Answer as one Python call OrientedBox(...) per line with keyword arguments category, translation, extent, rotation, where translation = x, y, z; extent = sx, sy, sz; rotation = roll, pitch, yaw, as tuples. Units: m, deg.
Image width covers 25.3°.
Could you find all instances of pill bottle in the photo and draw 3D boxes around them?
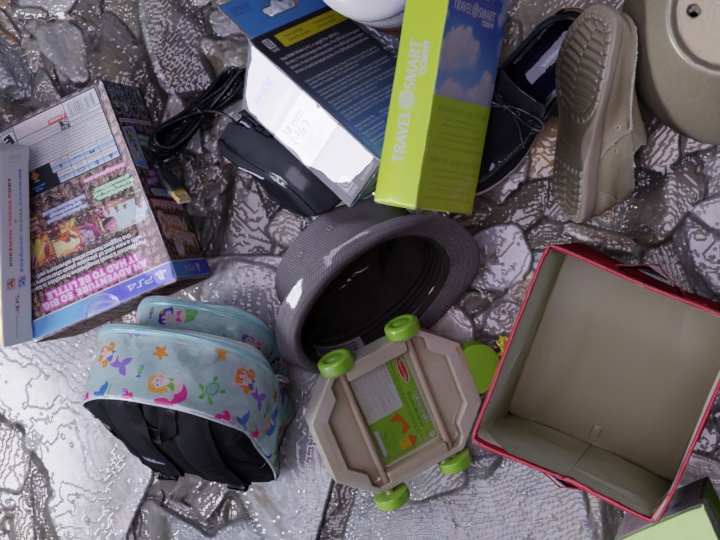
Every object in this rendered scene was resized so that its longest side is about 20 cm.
OrientedBox(category="pill bottle", translation=(0.017, -0.269, 1.390), extent=(0.111, 0.200, 0.113), rotation=(0, 92, 15))

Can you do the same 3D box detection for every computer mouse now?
OrientedBox(category="computer mouse", translation=(-0.110, -0.103, 1.457), extent=(0.140, 0.046, 0.200), rotation=(-40, 58, -9))

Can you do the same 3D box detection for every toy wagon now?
OrientedBox(category="toy wagon", translation=(0.051, 0.117, 1.451), extent=(0.199, 0.040, 0.156), rotation=(-27, 111, -14))

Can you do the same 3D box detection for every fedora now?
OrientedBox(category="fedora", translation=(0.000, 0.000, 1.445), extent=(0.200, 0.177, 0.090), rotation=(-43, 52, 11))

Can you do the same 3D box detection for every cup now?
OrientedBox(category="cup", translation=(0.310, -0.208, 1.344), extent=(0.199, 0.143, 0.202), rotation=(0, 92, 15))

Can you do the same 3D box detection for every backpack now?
OrientedBox(category="backpack", translation=(-0.154, 0.107, 1.453), extent=(0.176, 0.200, 0.152), rotation=(8, 74, 16))

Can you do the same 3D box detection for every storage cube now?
OrientedBox(category="storage cube", translation=(0.217, 0.086, 1.361), extent=(0.170, 0.180, 0.201), rotation=(23, 97, 13))

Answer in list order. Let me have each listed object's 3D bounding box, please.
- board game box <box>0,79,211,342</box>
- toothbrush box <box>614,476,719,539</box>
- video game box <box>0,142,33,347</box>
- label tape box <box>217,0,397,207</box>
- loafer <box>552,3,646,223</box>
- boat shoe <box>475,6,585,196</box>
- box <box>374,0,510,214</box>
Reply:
OrientedBox(category="board game box", translation=(-0.259, -0.055, 1.525), extent=(0.159, 0.097, 0.201), rotation=(-22, 87, 15))
OrientedBox(category="toothbrush box", translation=(0.298, 0.292, 1.365), extent=(0.086, 0.146, 0.201), rotation=(-24, 85, 14))
OrientedBox(category="video game box", translation=(-0.394, -0.032, 1.506), extent=(0.199, 0.047, 0.184), rotation=(7, 105, 31))
OrientedBox(category="label tape box", translation=(-0.031, -0.164, 1.432), extent=(0.200, 0.144, 0.063), rotation=(43, 127, 9))
OrientedBox(category="loafer", translation=(0.211, -0.138, 1.388), extent=(0.076, 0.068, 0.201), rotation=(50, 144, 47))
OrientedBox(category="boat shoe", translation=(0.140, -0.152, 1.434), extent=(0.075, 0.062, 0.200), rotation=(41, 103, 8))
OrientedBox(category="box", translation=(0.072, -0.151, 1.367), extent=(0.047, 0.122, 0.202), rotation=(12, 95, 28))
